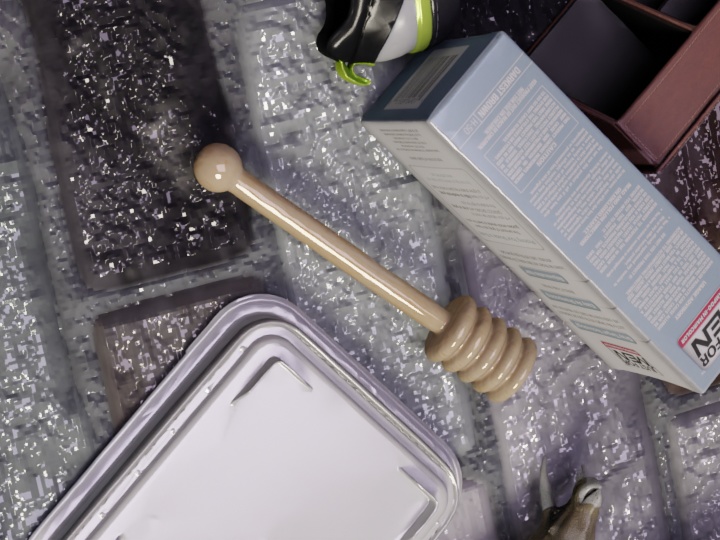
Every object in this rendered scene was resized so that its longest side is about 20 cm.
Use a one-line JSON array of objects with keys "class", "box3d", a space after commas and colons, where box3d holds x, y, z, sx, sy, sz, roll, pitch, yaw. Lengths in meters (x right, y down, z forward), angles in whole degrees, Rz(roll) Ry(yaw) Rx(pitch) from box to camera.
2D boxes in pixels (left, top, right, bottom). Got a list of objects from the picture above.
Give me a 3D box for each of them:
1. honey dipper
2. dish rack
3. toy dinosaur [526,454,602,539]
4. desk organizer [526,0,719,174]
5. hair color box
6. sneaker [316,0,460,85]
[{"class": "honey dipper", "box3d": [0.000, 0.000, 0.831, 0.199, 0.038, 0.038, 33, 85, -15]}, {"class": "dish rack", "box3d": [-0.051, 0.133, 0.829, 0.172, 0.044, 0.200, 43, 82, -18]}, {"class": "toy dinosaur", "box3d": [0.064, 0.194, 0.853, 0.200, 0.102, 0.077, -36, 118, -3]}, {"class": "desk organizer", "box3d": [0.176, -0.150, 0.863, 0.077, 0.072, 0.200, 42, 82, -15]}, {"class": "hair color box", "box3d": [0.102, -0.029, 0.834, 0.200, 0.099, 0.061, 44, 81, -17]}, {"class": "sneaker", "box3d": [-0.013, -0.189, 0.795, 0.082, 0.072, 0.201, -21, 101, -14]}]
